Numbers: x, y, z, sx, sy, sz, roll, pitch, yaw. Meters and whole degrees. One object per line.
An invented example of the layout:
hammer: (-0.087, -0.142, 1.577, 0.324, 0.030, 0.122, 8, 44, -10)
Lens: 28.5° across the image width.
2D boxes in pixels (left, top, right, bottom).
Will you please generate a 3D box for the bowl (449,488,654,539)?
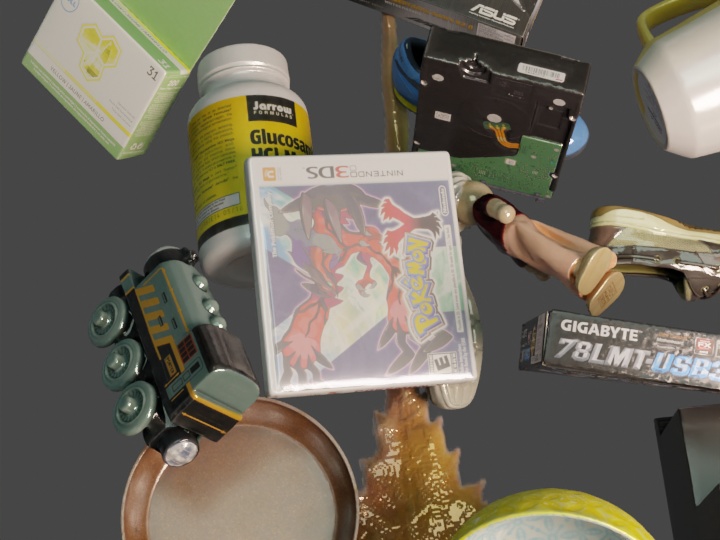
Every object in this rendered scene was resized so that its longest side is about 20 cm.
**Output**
bowl: (0.155, 0.245, 1.128, 0.198, 0.202, 0.108, 12, 26, 4)

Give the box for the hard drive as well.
hard drive: (0.118, -0.132, 1.243, 0.138, 0.200, 0.038, 14, 66, 6)

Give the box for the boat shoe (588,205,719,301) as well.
boat shoe: (0.298, -0.003, 1.269, 0.198, 0.073, 0.065, 14, 79, 8)

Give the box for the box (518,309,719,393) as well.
box: (0.236, 0.071, 1.163, 0.198, 0.199, 0.050, 7, 87, 2)

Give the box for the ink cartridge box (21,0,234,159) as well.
ink cartridge box: (-0.210, -0.224, 1.295, 0.145, 0.048, 0.201, 44, 118, 16)

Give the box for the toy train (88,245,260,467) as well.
toy train: (-0.156, 0.067, 1.183, 0.114, 0.085, 0.201, -42, 44, 14)

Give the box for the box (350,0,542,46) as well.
box: (0.092, -0.312, 1.397, 0.198, 0.048, 0.159, 22, 70, 7)

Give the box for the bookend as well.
bookend: (0.307, 0.182, 1.119, 0.091, 0.199, 0.202, -5, 67, -1)

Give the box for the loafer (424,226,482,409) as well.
loafer: (0.060, 0.025, 1.256, 0.070, 0.069, 0.202, 4, 74, -43)

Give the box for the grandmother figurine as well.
grandmother figurine: (0.142, -0.031, 1.250, 0.060, 0.122, 0.200, -42, 49, -15)

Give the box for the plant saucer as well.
plant saucer: (-0.100, 0.206, 1.192, 0.198, 0.035, 0.202, 0, 67, -1)

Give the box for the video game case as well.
video game case: (0.000, 0.000, 1.188, 0.180, 0.023, 0.202, -3, 79, -16)

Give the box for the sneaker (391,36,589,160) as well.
sneaker: (0.121, -0.161, 1.322, 0.199, 0.079, 0.066, 23, 67, 7)

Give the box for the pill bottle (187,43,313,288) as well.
pill bottle: (-0.097, -0.095, 1.271, 0.111, 0.113, 0.202, -7, 68, -4)

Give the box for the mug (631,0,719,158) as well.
mug: (0.333, -0.180, 1.320, 0.152, 0.187, 0.151, -22, 102, 0)
